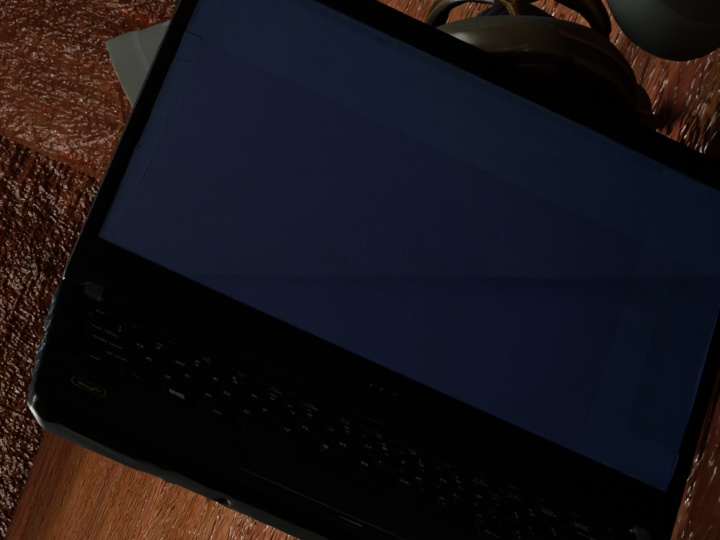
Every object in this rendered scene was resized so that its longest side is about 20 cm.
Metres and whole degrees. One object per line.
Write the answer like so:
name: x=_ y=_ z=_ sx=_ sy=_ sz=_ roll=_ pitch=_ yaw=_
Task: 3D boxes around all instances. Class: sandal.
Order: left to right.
sandal: x=0.056 y=-0.069 z=0.811 sx=0.200 sy=0.081 sz=0.055 roll=1 pitch=-95 yaw=-73

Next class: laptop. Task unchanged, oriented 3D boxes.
laptop: x=0.023 y=0.004 z=0.622 sx=0.200 sy=0.177 sz=0.104 roll=-109 pitch=44 yaw=-79

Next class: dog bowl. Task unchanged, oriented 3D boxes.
dog bowl: x=0.000 y=0.000 z=0.778 sx=0.059 sy=0.200 sz=0.200 roll=-32 pitch=12 yaw=3

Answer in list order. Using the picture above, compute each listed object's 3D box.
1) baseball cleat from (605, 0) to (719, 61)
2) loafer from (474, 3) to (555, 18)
baseball cleat: x=0.131 y=-0.164 z=0.785 sx=0.106 sy=0.070 sz=0.201 roll=138 pitch=154 yaw=-70
loafer: x=0.028 y=-0.009 z=0.991 sx=0.070 sy=0.068 sz=0.201 roll=-4 pitch=66 yaw=70
